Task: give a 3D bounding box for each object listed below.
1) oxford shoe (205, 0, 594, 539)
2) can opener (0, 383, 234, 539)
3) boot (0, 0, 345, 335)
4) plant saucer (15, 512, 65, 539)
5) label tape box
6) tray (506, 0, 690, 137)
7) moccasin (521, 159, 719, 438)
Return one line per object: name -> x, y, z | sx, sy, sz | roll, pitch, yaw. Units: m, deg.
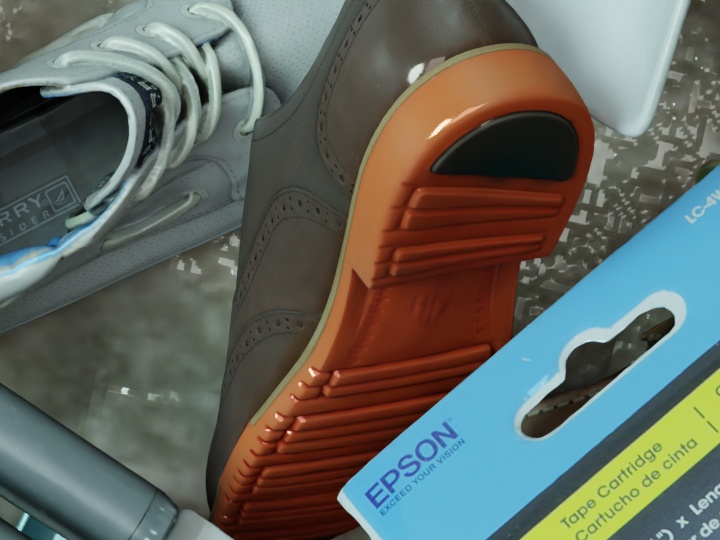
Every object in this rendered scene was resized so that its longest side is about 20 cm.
oxford shoe -> 0.000, 0.000, 0.737 | 0.071, 0.201, 0.073 | -5, 52, -31
can opener -> -0.072, 0.072, 0.700 | 0.199, 0.066, 0.053 | 35, 73, -13
boot -> -0.049, -0.038, 0.752 | 0.199, 0.096, 0.074 | -32, 90, 0
plant saucer -> -0.017, 0.128, 0.762 | 0.199, 0.019, 0.070 | 28, 90, 21
label tape box -> 0.110, 0.085, 0.687 | 0.143, 0.066, 0.200 | -40, 56, -5
tray -> 0.023, -0.122, 0.725 | 0.200, 0.022, 0.108 | 35, 118, 39
moccasin -> 0.124, 0.004, 0.766 | 0.200, 0.074, 0.078 | -28, 76, 4
